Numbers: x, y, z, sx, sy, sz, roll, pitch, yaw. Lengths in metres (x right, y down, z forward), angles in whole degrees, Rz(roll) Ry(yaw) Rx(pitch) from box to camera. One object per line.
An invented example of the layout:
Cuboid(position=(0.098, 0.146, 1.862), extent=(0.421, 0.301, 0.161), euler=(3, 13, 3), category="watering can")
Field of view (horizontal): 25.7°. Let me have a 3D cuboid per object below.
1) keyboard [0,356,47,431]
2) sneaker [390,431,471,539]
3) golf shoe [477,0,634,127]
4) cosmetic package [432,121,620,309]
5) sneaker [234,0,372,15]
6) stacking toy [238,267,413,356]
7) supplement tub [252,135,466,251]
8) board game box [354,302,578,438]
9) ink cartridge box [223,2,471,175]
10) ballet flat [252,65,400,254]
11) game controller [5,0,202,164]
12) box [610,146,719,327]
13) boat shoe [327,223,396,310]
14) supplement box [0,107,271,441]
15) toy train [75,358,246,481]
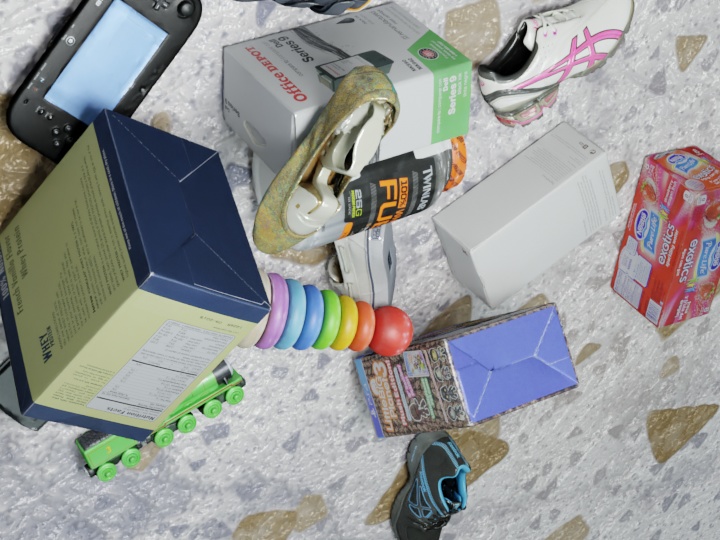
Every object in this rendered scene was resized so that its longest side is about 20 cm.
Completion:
Cuboid(position=(-0.278, 0.077, 1.588), extent=(0.200, 0.040, 0.104), euler=(-43, 115, -3), category="keyboard")
Cuboid(position=(0.091, 0.296, 2.009), extent=(0.073, 0.082, 0.201), euler=(-19, 133, -29), category="sneaker")
Cuboid(position=(0.212, -0.245, 1.698), extent=(0.200, 0.073, 0.092), euler=(-43, 137, -3), category="golf shoe")
Cuboid(position=(0.192, -0.063, 1.813), extent=(0.199, 0.085, 0.108), euler=(-34, 136, -12), category="cosmetic package")
Cuboid(position=(-0.040, -0.271, 1.468), extent=(0.199, 0.078, 0.080), euler=(-24, 128, -25), category="sneaker")
Cuboid(position=(-0.036, 0.056, 1.676), extent=(0.198, 0.086, 0.086), euler=(12, 115, -23), category="stacking toy")
Cuboid(position=(0.001, -0.103, 1.598), extent=(0.199, 0.123, 0.123), euler=(-20, 132, -26), category="supplement tub")
Cuboid(position=(0.117, 0.114, 1.783), extent=(0.158, 0.200, 0.098), euler=(-16, 89, -30), category="board game box")
Cuboid(position=(-0.014, -0.171, 1.514), extent=(0.199, 0.146, 0.085), euler=(-19, 131, -26), category="ink cartridge box")
Cuboid(position=(-0.029, -0.088, 1.412), extent=(0.070, 0.071, 0.201), euler=(20, 109, -45), category="ballet flat")
Cuboid(position=(-0.229, -0.186, 1.409), extent=(0.201, 0.042, 0.104), euler=(-53, 138, 6), category="game controller")
Cuboid(position=(0.398, -0.043, 1.983), extent=(0.095, 0.100, 0.201), euler=(-13, 128, -31), category="box")
Cuboid(position=(0.000, 0.000, 1.722), extent=(0.200, 0.069, 0.071), euler=(80, 19, -63), category="boat shoe")
Cuboid(position=(-0.211, 0.008, 1.411), extent=(0.134, 0.201, 0.200), euler=(19, 127, -41), category="supplement box")
Cuboid(position=(-0.212, 0.155, 1.688), extent=(0.199, 0.042, 0.057), euler=(-31, 125, -17), category="toy train")
